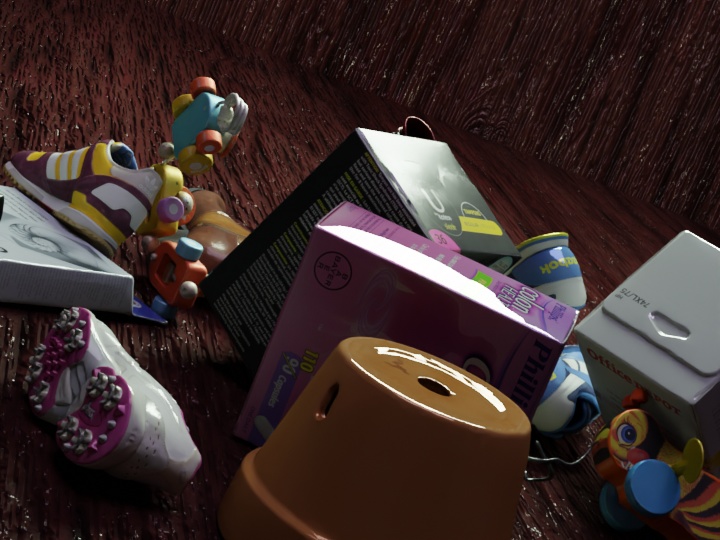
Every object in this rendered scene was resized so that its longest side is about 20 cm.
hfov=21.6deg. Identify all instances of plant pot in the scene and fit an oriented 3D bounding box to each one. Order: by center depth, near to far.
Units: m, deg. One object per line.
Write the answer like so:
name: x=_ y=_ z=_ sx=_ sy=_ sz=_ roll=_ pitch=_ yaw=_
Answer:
plant pot: x=0.023 y=0.135 z=1.231 sx=0.199 sy=0.141 sz=0.200 roll=22 pitch=13 yaw=-5

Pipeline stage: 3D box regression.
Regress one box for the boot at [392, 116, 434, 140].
boot: x=0.016 y=-0.083 z=1.742 sx=0.072 sy=0.145 sz=0.200 roll=8 pitch=16 yaw=-29

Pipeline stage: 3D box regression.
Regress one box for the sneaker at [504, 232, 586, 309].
sneaker: x=0.144 y=0.047 z=1.798 sx=0.074 sy=0.200 sz=0.083 roll=-13 pitch=65 yaw=-37

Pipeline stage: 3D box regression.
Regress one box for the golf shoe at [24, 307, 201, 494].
golf shoe: x=-0.167 y=0.091 z=1.271 sx=0.091 sy=0.075 sz=0.200 roll=34 pitch=8 yaw=-29

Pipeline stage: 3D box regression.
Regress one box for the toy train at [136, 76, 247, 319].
toy train: x=-0.138 y=-0.063 z=1.641 sx=0.055 sy=0.201 sz=0.150 roll=15 pitch=12 yaw=-35

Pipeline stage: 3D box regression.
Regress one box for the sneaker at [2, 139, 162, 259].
sneaker: x=-0.242 y=-0.078 z=1.678 sx=0.200 sy=0.090 sz=0.075 roll=32 pitch=-15 yaw=49

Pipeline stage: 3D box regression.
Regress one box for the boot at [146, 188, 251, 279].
boot: x=-0.082 y=-0.023 z=1.757 sx=0.198 sy=0.069 sz=0.188 roll=7 pitch=12 yaw=5

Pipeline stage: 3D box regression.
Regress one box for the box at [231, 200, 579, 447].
box: x=0.034 y=0.076 z=1.400 sx=0.199 sy=0.177 sz=0.097 roll=25 pitch=18 yaw=6

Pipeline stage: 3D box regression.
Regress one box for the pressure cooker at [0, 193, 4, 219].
pressure cooker: x=-0.358 y=-0.067 z=1.322 sx=0.200 sy=0.178 sz=0.177 roll=-2 pitch=66 yaw=-64

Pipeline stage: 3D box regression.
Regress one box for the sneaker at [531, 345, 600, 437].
sneaker: x=0.185 y=0.118 z=1.752 sx=0.082 sy=0.074 sz=0.200 roll=52 pitch=16 yaw=18

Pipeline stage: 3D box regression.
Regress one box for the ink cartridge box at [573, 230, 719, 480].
ink cartridge box: x=0.304 y=0.102 z=1.659 sx=0.146 sy=0.146 sz=0.201 roll=35 pitch=-23 yaw=43

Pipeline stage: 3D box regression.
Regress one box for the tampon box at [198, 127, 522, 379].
tampon box: x=0.000 y=0.000 z=1.544 sx=0.150 sy=0.200 sz=0.127 roll=1 pitch=51 yaw=-58

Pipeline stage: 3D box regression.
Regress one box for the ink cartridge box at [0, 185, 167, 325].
ink cartridge box: x=-0.281 y=-0.023 z=1.582 sx=0.199 sy=0.041 sz=0.199 roll=10 pitch=17 yaw=-48

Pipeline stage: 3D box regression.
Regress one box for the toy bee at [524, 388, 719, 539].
toy bee: x=0.237 y=0.156 z=1.556 sx=0.200 sy=0.109 sz=0.131 roll=38 pitch=-29 yaw=-26
